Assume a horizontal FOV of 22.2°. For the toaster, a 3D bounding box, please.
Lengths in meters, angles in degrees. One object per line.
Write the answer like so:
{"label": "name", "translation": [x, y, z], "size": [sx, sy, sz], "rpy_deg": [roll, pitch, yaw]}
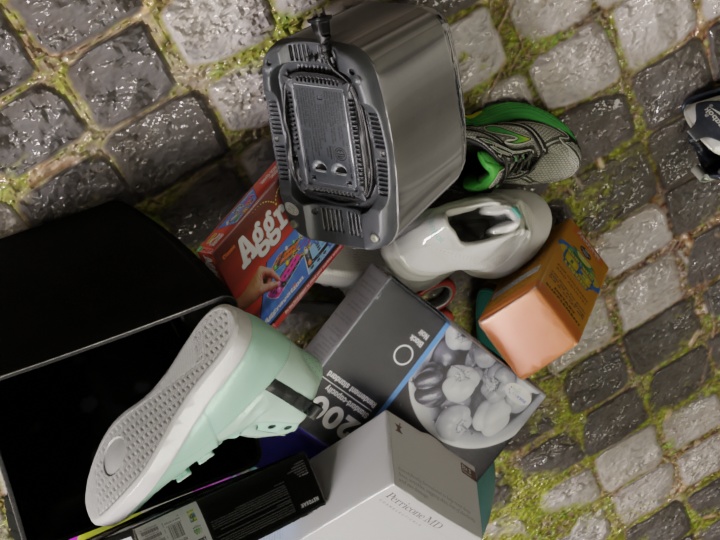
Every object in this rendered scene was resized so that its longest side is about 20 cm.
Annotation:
{"label": "toaster", "translation": [0.005, -0.123, 1.404], "size": [0.129, 0.114, 0.200], "rpy_deg": [-37, 126, -45]}

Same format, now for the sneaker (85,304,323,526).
{"label": "sneaker", "translation": [-0.110, 0.126, 1.364], "size": [0.118, 0.074, 0.200], "rpy_deg": [28, 109, -38]}

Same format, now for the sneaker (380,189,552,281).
{"label": "sneaker", "translation": [0.112, -0.036, 1.544], "size": [0.200, 0.075, 0.088], "rpy_deg": [-15, 171, -46]}

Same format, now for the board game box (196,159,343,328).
{"label": "board game box", "translation": [-0.048, -0.043, 1.459], "size": [0.200, 0.019, 0.103], "rpy_deg": [-51, 134, -31]}

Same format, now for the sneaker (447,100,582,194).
{"label": "sneaker", "translation": [0.107, -0.092, 1.553], "size": [0.200, 0.085, 0.078], "rpy_deg": [0, 129, -33]}

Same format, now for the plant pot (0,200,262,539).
{"label": "plant pot", "translation": [-0.210, 0.063, 1.434], "size": [0.199, 0.177, 0.200], "rpy_deg": [-21, 138, -15]}

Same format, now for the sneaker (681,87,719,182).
{"label": "sneaker", "translation": [0.356, -0.154, 1.651], "size": [0.129, 0.080, 0.199], "rpy_deg": [-15, 146, -32]}

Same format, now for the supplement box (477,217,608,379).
{"label": "supplement box", "translation": [0.163, 0.021, 1.614], "size": [0.069, 0.200, 0.067], "rpy_deg": [-35, 98, 22]}

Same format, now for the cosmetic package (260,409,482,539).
{"label": "cosmetic package", "translation": [-0.010, 0.210, 1.510], "size": [0.113, 0.081, 0.200], "rpy_deg": [33, 127, -32]}

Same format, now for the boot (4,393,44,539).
{"label": "boot", "translation": [-0.248, 0.159, 1.605], "size": [0.131, 0.068, 0.200], "rpy_deg": [-25, 140, -27]}

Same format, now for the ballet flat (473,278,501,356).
{"label": "ballet flat", "translation": [0.137, 0.078, 1.762], "size": [0.072, 0.068, 0.200], "rpy_deg": [-28, 139, -36]}

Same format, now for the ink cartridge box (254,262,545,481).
{"label": "ink cartridge box", "translation": [0.024, 0.127, 1.540], "size": [0.198, 0.043, 0.200], "rpy_deg": [36, 94, -29]}

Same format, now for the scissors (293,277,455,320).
{"label": "scissors", "translation": [0.002, 0.044, 1.671], "size": [0.200, 0.014, 0.073], "rpy_deg": [-8, 135, -28]}

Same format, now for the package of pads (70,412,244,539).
{"label": "package of pads", "translation": [-0.193, 0.216, 1.583], "size": [0.200, 0.068, 0.155], "rpy_deg": [31, 75, -55]}

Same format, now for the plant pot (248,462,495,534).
{"label": "plant pot", "translation": [-0.003, 0.191, 1.679], "size": [0.161, 0.201, 0.201], "rpy_deg": [26, 113, -38]}

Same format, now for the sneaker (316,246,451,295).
{"label": "sneaker", "translation": [0.000, 0.000, 1.580], "size": [0.200, 0.075, 0.089], "rpy_deg": [0, 141, -33]}

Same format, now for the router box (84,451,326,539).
{"label": "router box", "translation": [-0.145, 0.207, 1.423], "size": [0.149, 0.051, 0.200], "rpy_deg": [-24, 177, 40]}
